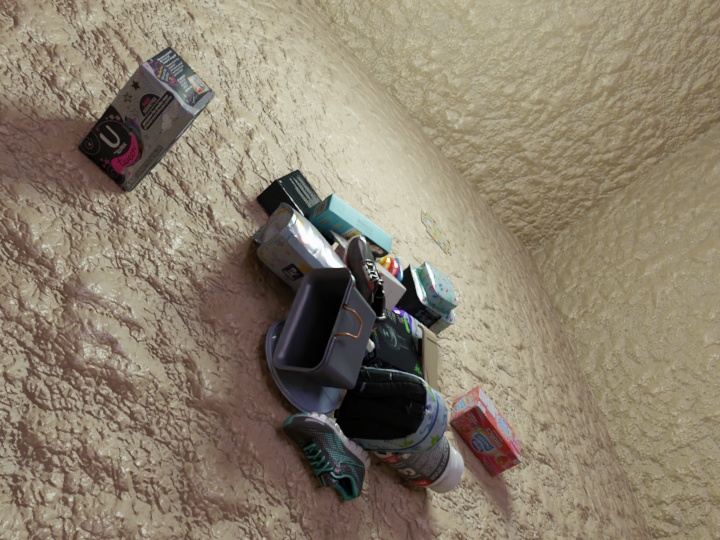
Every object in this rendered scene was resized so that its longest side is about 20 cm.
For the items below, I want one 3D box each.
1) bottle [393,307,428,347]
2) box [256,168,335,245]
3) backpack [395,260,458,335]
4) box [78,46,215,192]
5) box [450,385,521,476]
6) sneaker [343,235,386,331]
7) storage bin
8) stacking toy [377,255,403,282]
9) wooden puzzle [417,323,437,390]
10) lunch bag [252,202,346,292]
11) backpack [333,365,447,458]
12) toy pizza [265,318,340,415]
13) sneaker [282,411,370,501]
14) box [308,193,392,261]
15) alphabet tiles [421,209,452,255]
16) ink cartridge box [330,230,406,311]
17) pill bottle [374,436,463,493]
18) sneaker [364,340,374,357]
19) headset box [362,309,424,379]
[{"bbox_3d":[0.111,0.151,1.500,0.199,0.065,0.085,37,31,-35],"label":"bottle"},{"bbox_3d":[-0.141,-0.132,1.383,0.202,0.078,0.141,53,22,-5],"label":"box"},{"bbox_3d":[0.201,0.084,1.666,0.199,0.149,0.180,40,26,-39],"label":"backpack"},{"bbox_3d":[-0.367,-0.260,0.982,0.114,0.199,0.133,42,27,-19],"label":"box"},{"bbox_3d":[0.337,0.429,1.526,0.201,0.094,0.103,52,24,-8],"label":"box"},{"bbox_3d":[0.023,0.021,1.182,0.075,0.081,0.206,-4,78,-35],"label":"sneaker"},{"bbox_3d":[-0.045,0.116,1.046,0.134,0.143,0.204,43,55,-42],"label":"storage bin"},{"bbox_3d":[0.020,-0.038,1.470,0.201,0.114,0.111,55,18,-32],"label":"stacking toy"},{"bbox_3d":[0.167,0.244,1.416,0.185,0.036,0.206,38,46,-69],"label":"wooden puzzle"},{"bbox_3d":[-0.127,-0.036,1.175,0.170,0.128,0.200,44,-4,-23],"label":"lunch bag"},{"bbox_3d":[0.065,0.262,1.053,0.153,0.198,0.166,37,55,-24],"label":"backpack"},{"bbox_3d":[-0.112,0.187,1.088,0.199,0.031,0.203,41,29,-29],"label":"toy pizza"},{"bbox_3d":[-0.056,0.320,0.974,0.199,0.077,0.092,42,31,-24],"label":"sneaker"},{"bbox_3d":[-0.022,-0.093,1.340,0.198,0.081,0.050,33,50,-30],"label":"box"},{"bbox_3d":[0.312,-0.155,2.329,0.200,0.006,0.168,47,25,-19],"label":"alphabet tiles"},{"bbox_3d":[0.000,0.000,1.308,0.198,0.068,0.117,35,7,-31],"label":"ink cartridge box"},{"bbox_3d":[0.119,0.372,1.176,0.199,0.113,0.115,42,27,-26],"label":"pill bottle"},{"bbox_3d":[-0.060,0.125,1.225,0.200,0.085,0.075,43,-4,37],"label":"sneaker"},{"bbox_3d":[0.049,0.178,1.320,0.198,0.092,0.177,32,33,-42],"label":"headset box"}]
